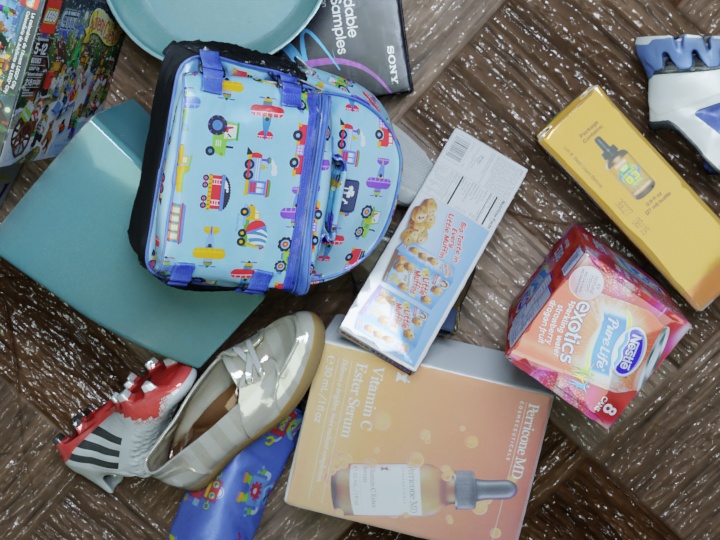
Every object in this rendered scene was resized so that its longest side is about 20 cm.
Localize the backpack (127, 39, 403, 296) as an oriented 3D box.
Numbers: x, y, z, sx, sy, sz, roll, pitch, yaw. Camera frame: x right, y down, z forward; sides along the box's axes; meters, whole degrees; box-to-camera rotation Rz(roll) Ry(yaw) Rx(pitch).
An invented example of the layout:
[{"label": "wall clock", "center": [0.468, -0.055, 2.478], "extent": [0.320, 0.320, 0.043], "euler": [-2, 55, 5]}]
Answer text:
[{"label": "backpack", "center": [-0.057, -0.066, 0.770], "extent": [0.200, 0.135, 0.183], "euler": [10, 101, -22]}]

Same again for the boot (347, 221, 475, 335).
[{"label": "boot", "center": [0.000, 0.000, 0.892], "extent": [0.200, 0.075, 0.097], "euler": [4, 78, 5]}]

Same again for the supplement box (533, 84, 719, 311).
[{"label": "supplement box", "center": [0.236, -0.062, 0.869], "extent": [0.067, 0.069, 0.200], "euler": [-42, 94, 11]}]

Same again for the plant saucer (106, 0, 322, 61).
[{"label": "plant saucer", "center": [-0.116, -0.260, 0.858], "extent": [0.200, 0.036, 0.200], "euler": [0, 88, 8]}]

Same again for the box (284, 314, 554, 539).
[{"label": "box", "center": [0.052, 0.140, 0.905], "extent": [0.200, 0.106, 0.152], "euler": [12, 101, 5]}]

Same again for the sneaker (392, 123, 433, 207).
[{"label": "sneaker", "center": [-0.039, -0.090, 0.902], "extent": [0.200, 0.074, 0.116], "euler": [26, 135, -18]}]

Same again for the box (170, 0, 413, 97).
[{"label": "box", "center": [-0.061, -0.211, 0.895], "extent": [0.200, 0.036, 0.143], "euler": [-8, 99, 7]}]

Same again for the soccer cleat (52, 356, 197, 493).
[{"label": "soccer cleat", "center": [-0.198, 0.142, 0.937], "extent": [0.200, 0.069, 0.085], "euler": [-33, 104, 35]}]

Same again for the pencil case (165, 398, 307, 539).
[{"label": "pencil case", "center": [-0.115, 0.198, 0.927], "extent": [0.078, 0.087, 0.200], "euler": [15, 81, 36]}]

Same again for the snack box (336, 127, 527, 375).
[{"label": "snack box", "center": [0.061, -0.018, 0.853], "extent": [0.072, 0.024, 0.200], "euler": [31, 75, -1]}]

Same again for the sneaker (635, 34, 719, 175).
[{"label": "sneaker", "center": [0.323, -0.133, 0.845], "extent": [0.199, 0.081, 0.115], "euler": [3, 104, 13]}]

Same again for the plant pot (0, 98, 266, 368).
[{"label": "plant pot", "center": [-0.179, -0.022, 0.892], "extent": [0.200, 0.141, 0.141], "euler": [42, 102, -9]}]

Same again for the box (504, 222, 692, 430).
[{"label": "box", "center": [0.181, 0.036, 0.823], "extent": [0.095, 0.200, 0.100], "euler": [36, 102, 2]}]

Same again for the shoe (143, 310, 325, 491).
[{"label": "shoe", "center": [-0.105, 0.109, 0.860], "extent": [0.053, 0.070, 0.200], "euler": [28, 110, -43]}]

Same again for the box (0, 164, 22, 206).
[{"label": "box", "center": [-0.361, -0.110, 0.875], "extent": [0.105, 0.184, 0.200], "euler": [31, 102, -1]}]

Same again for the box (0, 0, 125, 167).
[{"label": "box", "center": [-0.251, -0.160, 0.843], "extent": [0.038, 0.200, 0.137], "euler": [21, 102, 1]}]
